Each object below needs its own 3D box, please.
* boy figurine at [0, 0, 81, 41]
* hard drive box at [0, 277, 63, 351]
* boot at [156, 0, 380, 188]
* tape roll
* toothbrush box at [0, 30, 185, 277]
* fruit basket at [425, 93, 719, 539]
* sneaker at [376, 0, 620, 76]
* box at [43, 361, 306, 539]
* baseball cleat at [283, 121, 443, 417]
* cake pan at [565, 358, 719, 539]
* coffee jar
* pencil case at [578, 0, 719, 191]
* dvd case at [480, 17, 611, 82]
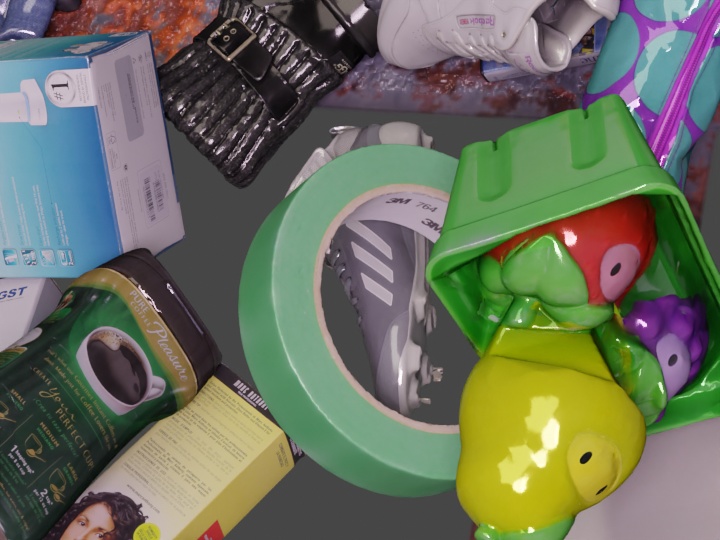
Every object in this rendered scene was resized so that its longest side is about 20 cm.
[{"bbox_3d":[-0.278,-0.130,1.214,0.123,0.064,0.202,18,82,28],"label":"boy figurine"},{"bbox_3d":[-0.278,0.109,1.081,0.154,0.077,0.201,-12,42,20],"label":"hard drive box"},{"bbox_3d":[-0.093,-0.176,1.136,0.158,0.079,0.212,-42,61,6],"label":"boot"},{"bbox_3d":[0.028,0.028,0.951,0.048,0.199,0.202,-35,53,55],"label":"tape roll"},{"bbox_3d":[-0.232,-0.076,1.100,0.198,0.085,0.148,-1,108,24],"label":"toothbrush box"},{"bbox_3d":[0.119,0.045,0.848,0.154,0.215,0.218,-18,66,18],"label":"fruit basket"},{"bbox_3d":[0.081,-0.159,1.016,0.199,0.074,0.101,-23,59,44],"label":"sneaker"},{"bbox_3d":[-0.128,0.152,1.016,0.075,0.050,0.200,33,65,29],"label":"box"},{"bbox_3d":[0.000,0.000,1.037,0.105,0.070,0.202,-1,61,9],"label":"baseball cleat"},{"bbox_3d":[0.181,0.150,0.924,0.198,0.037,0.202,-8,69,22],"label":"cake pan"},{"bbox_3d":[-0.175,0.076,0.976,0.085,0.105,0.200,-21,17,50],"label":"coffee jar"},{"bbox_3d":[0.176,-0.102,0.972,0.202,0.084,0.092,-69,19,0],"label":"pencil case"},{"bbox_3d":[0.171,-0.206,1.062,0.198,0.018,0.144,-8,69,23],"label":"dvd case"}]
